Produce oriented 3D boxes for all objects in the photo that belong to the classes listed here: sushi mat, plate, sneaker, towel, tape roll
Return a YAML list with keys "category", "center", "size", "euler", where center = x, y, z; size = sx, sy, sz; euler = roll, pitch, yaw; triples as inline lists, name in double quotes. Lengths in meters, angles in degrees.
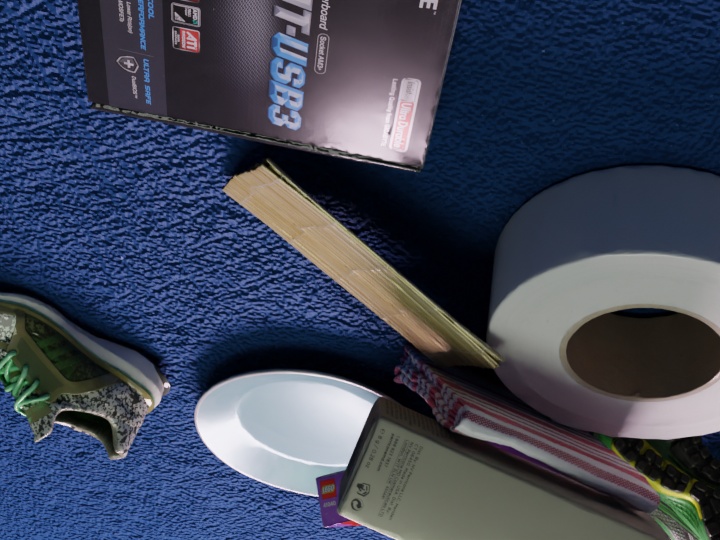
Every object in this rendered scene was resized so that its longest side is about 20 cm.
- category: "sushi mat"
  center: [0.000, 0.000, 0.759]
  size: [0.200, 0.012, 0.096]
  euler: [40, 165, -15]
- category: "plate"
  center: [-0.037, 0.130, 0.987]
  size: [0.198, 0.026, 0.201]
  euler: [7, 143, 5]
- category: "sneaker"
  center: [0.256, 0.176, 0.897]
  size: [0.200, 0.078, 0.085]
  euler: [46, 156, 14]
- category: "towel"
  center: [0.105, 0.108, 0.820]
  size: [0.145, 0.030, 0.200]
  euler: [23, -176, -12]
- category: "tape roll"
  center: [0.180, 0.027, 0.764]
  size: [0.200, 0.071, 0.203]
  euler: [6, 143, 5]
- category: "sneaker"
  center: [-0.246, 0.084, 0.927]
  size: [0.199, 0.089, 0.077]
  euler: [26, 141, -18]

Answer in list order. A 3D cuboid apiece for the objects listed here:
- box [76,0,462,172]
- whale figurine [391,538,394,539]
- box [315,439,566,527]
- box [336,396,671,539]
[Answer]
- category: "box"
  center: [-0.046, -0.148, 0.616]
  size: [0.196, 0.050, 0.201]
  euler: [12, 143, 0]
- category: "whale figurine"
  center: [0.116, 0.216, 0.919]
  size: [0.198, 0.105, 0.159]
  euler: [9, -179, 27]
- category: "box"
  center: [0.076, 0.161, 0.910]
  size: [0.136, 0.039, 0.199]
  euler: [-18, 163, 28]
- category: "box"
  center: [0.088, 0.152, 0.751]
  size: [0.198, 0.069, 0.082]
  euler: [24, -177, 1]
